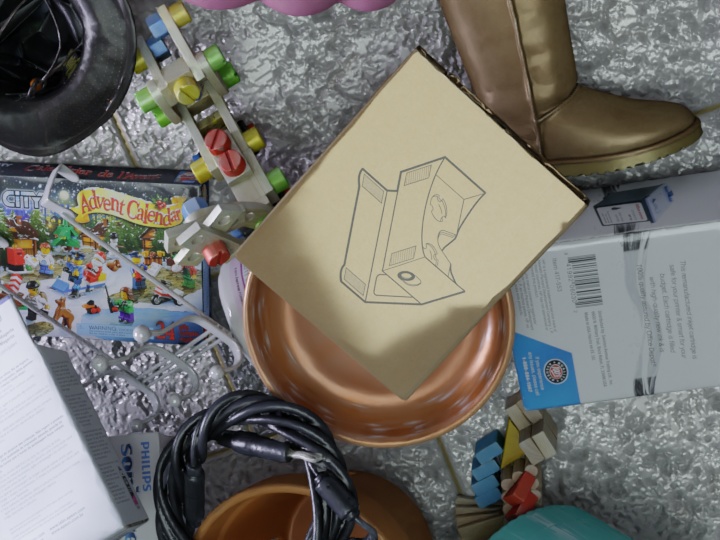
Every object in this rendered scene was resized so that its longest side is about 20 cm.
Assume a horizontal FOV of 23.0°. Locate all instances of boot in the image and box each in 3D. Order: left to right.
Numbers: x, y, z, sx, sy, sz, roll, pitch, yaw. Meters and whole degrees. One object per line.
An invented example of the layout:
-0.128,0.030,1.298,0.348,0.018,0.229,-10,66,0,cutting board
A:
0.149,-0.170,1.300,0.174,0.066,0.201,-11,108,11,boot

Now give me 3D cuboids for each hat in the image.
-0.256,-0.191,1.335,0.199,0.081,0.202,4,114,8,hat

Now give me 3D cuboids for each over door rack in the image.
-0.204,0.034,1.349,0.200,0.067,0.148,46,139,-11,over door rack

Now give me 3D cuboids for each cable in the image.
-0.089,0.184,1.321,0.200,0.051,0.163,-38,90,32,cable

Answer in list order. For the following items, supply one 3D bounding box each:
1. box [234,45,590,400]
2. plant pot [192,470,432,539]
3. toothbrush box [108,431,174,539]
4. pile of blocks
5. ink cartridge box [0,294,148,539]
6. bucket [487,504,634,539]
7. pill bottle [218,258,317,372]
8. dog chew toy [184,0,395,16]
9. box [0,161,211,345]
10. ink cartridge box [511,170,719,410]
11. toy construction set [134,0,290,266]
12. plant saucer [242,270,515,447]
0.035,-0.029,1.232,0.163,0.021,0.200,41,109,-6,box
-0.024,0.247,1.422,0.199,0.140,0.202,5,104,22,plant pot
-0.242,0.215,1.436,0.199,0.085,0.148,-5,80,9,toothbrush box
0.116,0.196,1.444,0.081,0.062,0.201,4,111,6,pile of blocks
-0.283,0.151,1.361,0.196,0.043,0.201,-32,78,23,ink cartridge box
0.172,0.294,1.395,0.206,0.135,0.208,-15,120,-28,bucket
0.000,0.000,1.358,0.199,0.112,0.113,-26,106,16,pill bottle
-0.052,-0.240,1.273,0.199,0.125,0.125,12,112,-5,dog chew toy
-0.220,-0.014,1.420,0.198,0.038,0.138,3,111,6,box
0.210,0.015,1.340,0.199,0.086,0.147,-8,120,9,ink cartridge box
-0.109,-0.089,1.312,0.092,0.131,0.201,-17,65,7,toy construction set
0.014,0.031,1.288,0.199,0.037,0.202,3,110,8,plant saucer
